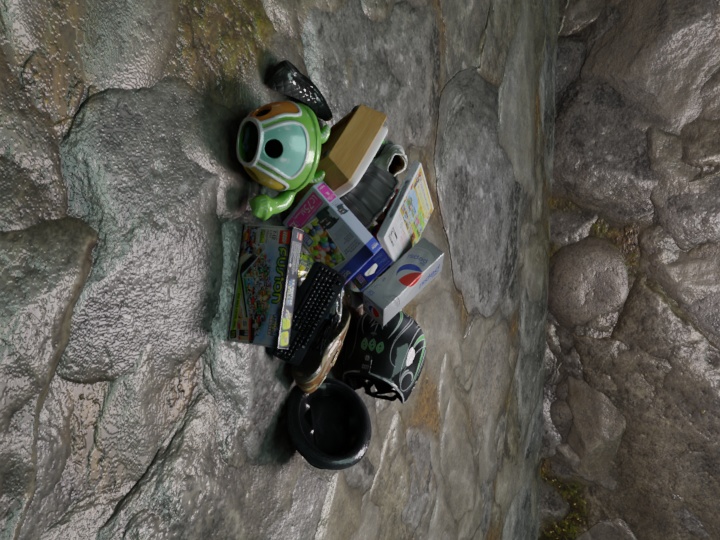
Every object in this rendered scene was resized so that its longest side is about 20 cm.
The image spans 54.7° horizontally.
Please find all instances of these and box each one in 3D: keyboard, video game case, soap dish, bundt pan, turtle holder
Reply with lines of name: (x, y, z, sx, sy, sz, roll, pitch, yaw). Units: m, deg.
keyboard: (-0.086, 0.091, 1.278, 0.103, 0.040, 0.202, 23, 106, -23)
video game case: (0.099, -0.106, 1.488, 0.185, 0.023, 0.201, -64, 157, -15)
soap dish: (-0.043, -0.218, 1.340, 0.081, 0.156, 0.202, 43, 50, -20)
bundt pan: (-0.018, -0.134, 1.372, 0.076, 0.201, 0.204, 41, 50, -15)
turtle holder: (-0.148, -0.197, 1.189, 0.130, 0.142, 0.187, -4, 137, -46)

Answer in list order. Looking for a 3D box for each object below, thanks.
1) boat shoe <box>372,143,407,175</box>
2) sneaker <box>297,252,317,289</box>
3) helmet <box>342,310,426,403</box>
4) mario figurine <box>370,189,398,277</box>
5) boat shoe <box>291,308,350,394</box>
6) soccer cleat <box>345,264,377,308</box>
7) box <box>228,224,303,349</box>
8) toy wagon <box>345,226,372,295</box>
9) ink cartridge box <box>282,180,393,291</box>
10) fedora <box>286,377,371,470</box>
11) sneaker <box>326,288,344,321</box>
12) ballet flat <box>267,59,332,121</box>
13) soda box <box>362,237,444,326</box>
boat shoe: (0.077, -0.250, 1.631, 0.200, 0.068, 0.072, -42, 132, -59)
sneaker: (-0.116, -0.009, 1.307, 0.199, 0.074, 0.078, -21, 112, -61)
helmet: (0.056, 0.177, 1.538, 0.201, 0.196, 0.193, 58, 46, -47)
mario figurine: (0.039, -0.097, 1.529, 0.124, 0.103, 0.205, -113, -154, -70)
boat shoe: (-0.079, 0.162, 1.409, 0.201, 0.074, 0.075, -56, 150, -39)
soccer cleat: (0.000, 0.000, 1.438, 0.078, 0.068, 0.202, -52, 151, -31)
box: (-0.162, 0.026, 1.190, 0.035, 0.108, 0.205, 17, 78, -60)
toy wagon: (0.004, -0.042, 1.563, 0.154, 0.039, 0.205, 21, 75, -61)
ink cartridge box: (-0.043, -0.054, 1.288, 0.200, 0.119, 0.042, 46, 41, -2)
fedora: (-0.073, 0.318, 1.388, 0.201, 0.199, 0.092, -48, 170, -48)
sneaker: (-0.074, 0.032, 1.397, 0.201, 0.085, 0.077, -79, 169, -65)
ballet flat: (-0.111, -0.333, 1.316, 0.067, 0.057, 0.199, 58, 14, 26)
soda box: (0.092, 0.022, 1.482, 0.199, 0.063, 0.069, -41, 153, -25)
